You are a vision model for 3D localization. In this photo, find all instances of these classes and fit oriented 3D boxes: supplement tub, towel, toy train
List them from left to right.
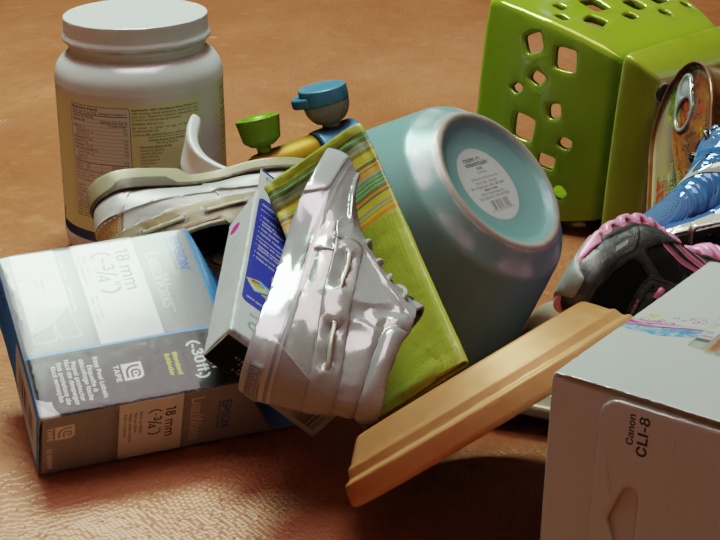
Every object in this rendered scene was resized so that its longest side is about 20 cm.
[{"bbox_3d":[-0.186,-0.121,1.422,0.143,0.202,0.145,-1,21,0],"label":"supplement tub"},{"bbox_3d":[-0.079,-0.078,1.387,0.199,0.117,0.084,-22,15,-27],"label":"toy train"},{"bbox_3d":[0.000,0.000,1.094,0.018,0.086,0.201,28,33,-51],"label":"towel"}]

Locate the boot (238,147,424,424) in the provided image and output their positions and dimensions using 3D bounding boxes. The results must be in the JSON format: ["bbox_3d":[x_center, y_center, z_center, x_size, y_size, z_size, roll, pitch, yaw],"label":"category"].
[{"bbox_3d":[-0.006,0.012,1.043,0.095,0.074,0.201,17,51,0],"label":"boot"}]

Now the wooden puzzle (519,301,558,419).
[{"bbox_3d":[0.198,0.060,1.158,0.198,0.047,0.185,5,22,16],"label":"wooden puzzle"}]

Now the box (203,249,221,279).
[{"bbox_3d":[-0.049,0.000,1.270,0.198,0.061,0.117,-1,35,1],"label":"box"}]

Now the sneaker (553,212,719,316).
[{"bbox_3d":[0.207,0.023,1.073,0.199,0.079,0.095,6,31,-45],"label":"sneaker"}]

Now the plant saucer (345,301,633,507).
[{"bbox_3d":[0.073,0.073,0.981,0.199,0.038,0.200,-31,-6,-4],"label":"plant saucer"}]

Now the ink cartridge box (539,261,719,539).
[{"bbox_3d":[0.205,0.104,0.905,0.144,0.147,0.199,16,27,33],"label":"ink cartridge box"}]

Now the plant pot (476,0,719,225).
[{"bbox_3d":[0.232,-0.142,1.484,0.199,0.201,0.181,-18,33,-39],"label":"plant pot"}]

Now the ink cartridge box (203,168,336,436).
[{"bbox_3d":[-0.050,0.017,1.131,0.094,0.037,0.201,38,30,-20],"label":"ink cartridge box"}]

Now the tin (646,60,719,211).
[{"bbox_3d":[0.261,-0.065,1.300,0.041,0.202,0.112,13,-21,-16],"label":"tin"}]

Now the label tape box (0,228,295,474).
[{"bbox_3d":[-0.132,0.045,1.113,0.198,0.064,0.145,-10,49,-19],"label":"label tape box"}]

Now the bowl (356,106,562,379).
[{"bbox_3d":[0.066,-0.035,1.176,0.105,0.201,0.200,-40,-5,37],"label":"bowl"}]

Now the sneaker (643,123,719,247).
[{"bbox_3d":[0.254,-0.048,1.182,0.199,0.079,0.090,-28,43,12],"label":"sneaker"}]

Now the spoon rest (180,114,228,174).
[{"bbox_3d":[-0.052,-0.065,1.321,0.198,0.100,0.061,17,35,4],"label":"spoon rest"}]

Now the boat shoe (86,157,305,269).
[{"bbox_3d":[-0.097,-0.035,1.216,0.198,0.075,0.069,-7,63,-20],"label":"boat shoe"}]
